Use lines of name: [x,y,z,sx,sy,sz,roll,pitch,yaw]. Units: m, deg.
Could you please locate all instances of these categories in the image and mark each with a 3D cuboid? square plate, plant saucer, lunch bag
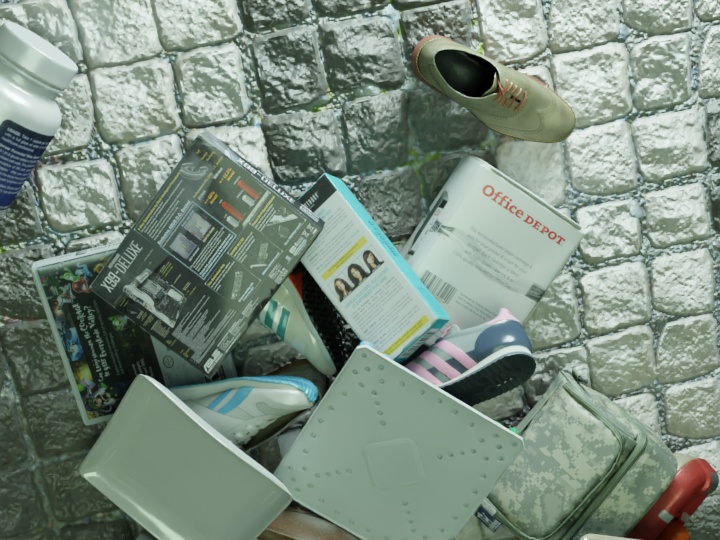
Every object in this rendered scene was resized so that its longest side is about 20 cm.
square plate: [-0.186,0.219,1.085,0.199,0.028,0.198,39,127,0]
plant saucer: [-0.056,0.303,1.165,0.199,0.200,0.037,27,69,-14]
lunch bag: [0.238,0.232,1.197,0.167,0.139,0.201,37,99,-12]

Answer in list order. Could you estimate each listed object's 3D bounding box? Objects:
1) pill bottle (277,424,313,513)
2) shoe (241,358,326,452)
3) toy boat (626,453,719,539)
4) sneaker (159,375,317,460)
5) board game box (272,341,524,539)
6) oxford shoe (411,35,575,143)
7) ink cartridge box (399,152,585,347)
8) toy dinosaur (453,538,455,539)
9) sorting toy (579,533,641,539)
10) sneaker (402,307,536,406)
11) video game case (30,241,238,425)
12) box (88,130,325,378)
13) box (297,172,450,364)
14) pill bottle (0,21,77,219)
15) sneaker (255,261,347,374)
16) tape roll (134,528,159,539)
pill bottle: [0.014,0.194,1.167,0.198,0.114,0.115,-21,108,-1]
shoe: [-0.127,0.164,1.157,0.199,0.054,0.070,-28,125,6]
toy boat: [0.373,0.325,1.228,0.201,0.131,0.130,-55,149,10]
sneaker: [-0.133,0.156,1.100,0.198,0.076,0.082,-12,81,24]
board game box: [0.036,0.196,1.072,0.199,0.026,0.201,31,113,-6]
oxford shoe: [0.148,-0.185,1.097,0.198,0.075,0.071,21,101,-13]
ink cartridge box: [0.128,-0.007,1.141,0.146,0.083,0.201,31,100,-15]
toy dinosaur: [0.053,0.293,1.199,0.198,0.107,0.061,0,131,29]
sorting toy: [0.292,0.370,1.170,0.183,0.037,0.201,10,128,-13]
sneaker: [0.087,0.105,1.094,0.198,0.083,0.070,-20,135,12]
video game case: [-0.243,0.062,1.130,0.180,0.023,0.202,-13,115,-4]
box: [-0.156,-0.015,1.055,0.157,0.050,0.201,36,100,-6]
box: [0.000,0.000,1.087,0.082,0.049,0.201,-41,74,14]
pill bottle: [-0.368,-0.140,1.021,0.111,0.111,0.201,34,99,-15]
sneaker: [-0.094,0.036,1.135,0.093,0.070,0.201,-27,104,25]
tape roll: [-0.180,0.372,1.145,0.199,0.200,0.066,32,100,-15]
